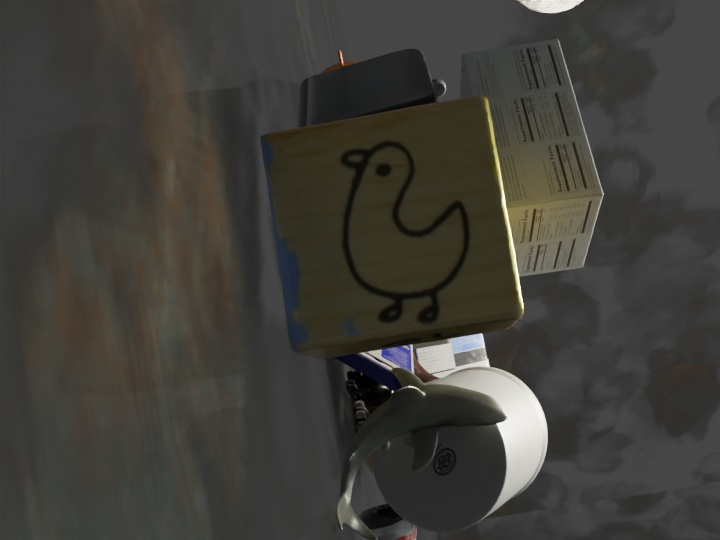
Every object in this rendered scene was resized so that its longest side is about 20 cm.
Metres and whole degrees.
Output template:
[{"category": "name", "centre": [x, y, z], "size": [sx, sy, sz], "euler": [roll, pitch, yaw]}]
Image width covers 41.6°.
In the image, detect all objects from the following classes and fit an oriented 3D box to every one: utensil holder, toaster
[{"category": "utensil holder", "centre": [0.118, 0.204, 1.104], "size": [0.200, 0.168, 0.173], "euler": [3, 77, -69]}, {"category": "toaster", "centre": [0.020, -0.145, 1.143], "size": [0.182, 0.197, 0.120], "euler": [64, 16, -46]}]

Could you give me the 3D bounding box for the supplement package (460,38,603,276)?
[{"category": "supplement package", "centre": [0.178, -0.117, 1.038], "size": [0.156, 0.109, 0.203], "euler": [81, 1, -62]}]

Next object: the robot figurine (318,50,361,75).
[{"category": "robot figurine", "centre": [-0.010, -0.207, 1.317], "size": [0.144, 0.116, 0.201], "euler": [-50, 154, -19]}]

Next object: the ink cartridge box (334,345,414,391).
[{"category": "ink cartridge box", "centre": [0.016, 0.096, 1.125], "size": [0.037, 0.094, 0.200], "euler": [-61, -177, 8]}]

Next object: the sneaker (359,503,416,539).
[{"category": "sneaker", "centre": [0.044, 0.336, 1.136], "size": [0.202, 0.066, 0.110], "euler": [75, 4, -77]}]

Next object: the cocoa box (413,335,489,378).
[{"category": "cocoa box", "centre": [0.108, 0.132, 1.593], "size": [0.200, 0.132, 0.133], "euler": [164, -84, -67]}]

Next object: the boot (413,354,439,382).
[{"category": "boot", "centre": [0.083, 0.110, 1.443], "size": [0.064, 0.183, 0.203], "euler": [59, 24, -62]}]

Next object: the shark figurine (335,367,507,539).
[{"category": "shark figurine", "centre": [0.031, 0.158, 0.950], "size": [0.128, 0.213, 0.090], "euler": [44, -21, 26]}]

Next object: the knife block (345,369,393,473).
[{"category": "knife block", "centre": [0.026, 0.209, 1.216], "size": [0.176, 0.063, 0.203], "euler": [-87, 168, -69]}]

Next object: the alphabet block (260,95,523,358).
[{"category": "alphabet block", "centre": [0.032, -0.029, 0.874], "size": [0.196, 0.197, 0.199], "euler": [45, 35, -83]}]

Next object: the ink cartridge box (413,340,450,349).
[{"category": "ink cartridge box", "centre": [0.049, 0.013, 1.422], "size": [0.088, 0.143, 0.202], "euler": [74, 8, -58]}]
